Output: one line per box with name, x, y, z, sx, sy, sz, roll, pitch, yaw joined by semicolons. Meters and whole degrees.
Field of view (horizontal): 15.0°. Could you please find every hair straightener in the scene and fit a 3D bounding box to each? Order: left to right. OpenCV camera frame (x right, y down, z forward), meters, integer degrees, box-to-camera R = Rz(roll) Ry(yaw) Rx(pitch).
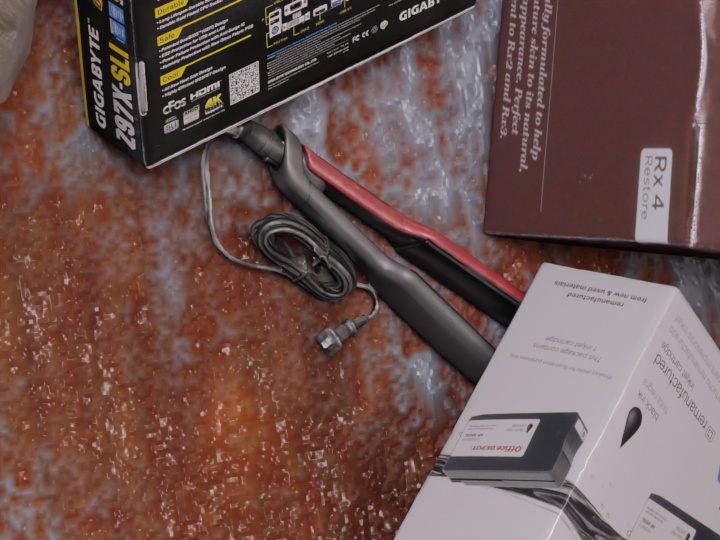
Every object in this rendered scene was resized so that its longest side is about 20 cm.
hair straightener;0.000;0.000;1.264;0.200;0.041;0.077;38;67;-28

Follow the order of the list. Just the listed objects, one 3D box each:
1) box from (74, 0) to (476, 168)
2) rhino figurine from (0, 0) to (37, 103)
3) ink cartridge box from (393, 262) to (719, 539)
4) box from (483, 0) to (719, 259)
box;-0.034;-0.155;1.202;0.199;0.049;0.160;-29;135;-29
rhino figurine;-0.162;-0.148;1.158;0.087;0.060;0.201;28;55;-14
ink cartridge box;0.102;0.122;1.272;0.145;0.084;0.201;51;60;-42
box;0.189;-0.087;1.314;0.199;0.164;0.167;5;90;-32
